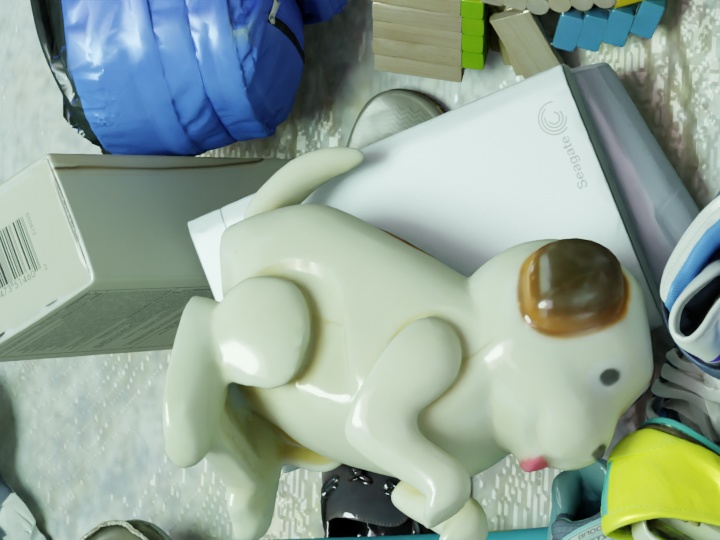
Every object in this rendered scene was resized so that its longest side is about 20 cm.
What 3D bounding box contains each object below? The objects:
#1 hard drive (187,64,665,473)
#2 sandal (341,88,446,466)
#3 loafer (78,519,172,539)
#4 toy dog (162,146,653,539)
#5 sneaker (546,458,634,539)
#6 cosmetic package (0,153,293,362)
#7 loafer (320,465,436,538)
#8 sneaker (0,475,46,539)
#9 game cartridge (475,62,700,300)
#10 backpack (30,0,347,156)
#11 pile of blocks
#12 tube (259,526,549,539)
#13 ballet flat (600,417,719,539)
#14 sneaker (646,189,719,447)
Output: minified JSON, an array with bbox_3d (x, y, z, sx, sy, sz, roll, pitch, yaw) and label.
[{"bbox_3d":[0.031,0.000,1.252,0.200,0.027,0.132,-22,86,13],"label":"hard drive"},{"bbox_3d":[0.000,0.000,1.334,0.082,0.055,0.200,17,80,28],"label":"sandal"},{"bbox_3d":[-0.129,0.204,1.352,0.075,0.070,0.200,-30,41,22],"label":"loafer"},{"bbox_3d":[0.034,0.040,1.186,0.200,0.140,0.194,0,55,15],"label":"toy dog"},{"bbox_3d":[0.113,0.155,1.192,0.077,0.200,0.086,-18,113,2],"label":"sneaker"},{"bbox_3d":[-0.116,-0.007,1.350,0.103,0.200,0.073,-30,75,32],"label":"cosmetic package"},{"bbox_3d":[0.012,0.140,1.346,0.072,0.063,0.200,-4,89,37],"label":"loafer"},{"bbox_3d":[-0.256,0.165,1.537,0.129,0.079,0.200,-21,91,46],"label":"sneaker"},{"bbox_3d":[0.061,-0.009,1.276,0.200,0.041,0.133,-33,80,12],"label":"game cartridge"},{"bbox_3d":[-0.090,-0.162,1.341,0.167,0.163,0.200,-8,77,11],"label":"backpack"},{"bbox_3d":[0.097,-0.146,1.289,0.200,0.082,0.062,-9,43,27],"label":"pile of blocks"},{"bbox_3d":[0.025,0.162,1.301,0.200,0.050,0.078,1,98,0],"label":"tube"},{"bbox_3d":[0.195,0.139,1.164,0.200,0.067,0.067,28,148,0],"label":"ballet flat"},{"bbox_3d":[0.158,0.039,1.185,0.081,0.146,0.200,42,114,27],"label":"sneaker"}]
